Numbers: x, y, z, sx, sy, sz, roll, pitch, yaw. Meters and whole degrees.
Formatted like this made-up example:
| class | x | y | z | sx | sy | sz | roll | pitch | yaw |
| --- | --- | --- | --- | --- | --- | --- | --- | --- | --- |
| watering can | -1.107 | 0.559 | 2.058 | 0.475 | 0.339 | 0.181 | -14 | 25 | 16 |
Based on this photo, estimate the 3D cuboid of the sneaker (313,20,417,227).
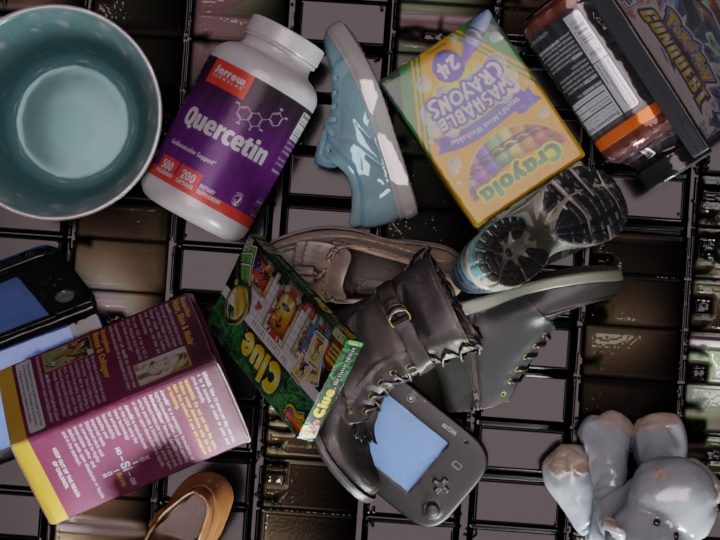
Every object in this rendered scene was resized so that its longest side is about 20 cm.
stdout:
| class | x | y | z | sx | sy | sz | roll | pitch | yaw |
| --- | --- | --- | --- | --- | --- | --- | --- | --- | --- |
| sneaker | -0.012 | -0.135 | 1.638 | 0.082 | 0.074 | 0.200 | -19 | 87 | -1 |

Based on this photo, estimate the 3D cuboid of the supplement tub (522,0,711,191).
| class | x | y | z | sx | sy | sz | roll | pitch | yaw |
| --- | --- | --- | --- | --- | --- | --- | --- | --- | --- |
| supplement tub | 0.245 | -0.175 | 1.613 | 0.107 | 0.107 | 0.200 | -33 | 88 | 1 |

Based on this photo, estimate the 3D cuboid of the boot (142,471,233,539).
| class | x | y | z | sx | sy | sz | roll | pitch | yaw |
| --- | --- | --- | --- | --- | --- | --- | --- | --- | --- |
| boot | -0.185 | 0.275 | 1.595 | 0.074 | 0.155 | 0.200 | 25 | 90 | 2 |

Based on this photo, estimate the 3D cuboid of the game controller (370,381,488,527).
| class | x | y | z | sx | sy | sz | roll | pitch | yaw |
| --- | --- | --- | --- | --- | --- | --- | --- | --- | --- |
| game controller | 0.023 | 0.152 | 1.639 | 0.200 | 0.042 | 0.104 | 39 | 109 | 2 |

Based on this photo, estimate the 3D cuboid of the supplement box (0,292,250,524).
| class | x | y | z | sx | sy | sz | roll | pitch | yaw |
| --- | --- | --- | --- | --- | --- | --- | --- | --- | --- |
| supplement box | -0.220 | 0.125 | 1.589 | 0.200 | 0.131 | 0.103 | -22 | 122 | -4 |

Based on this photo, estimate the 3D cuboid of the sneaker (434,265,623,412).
| class | x | y | z | sx | sy | sz | roll | pitch | yaw |
| --- | --- | --- | --- | --- | --- | --- | --- | --- | --- |
| sneaker | 0.161 | 0.063 | 1.634 | 0.200 | 0.075 | 0.106 | -16 | 93 | 11 |

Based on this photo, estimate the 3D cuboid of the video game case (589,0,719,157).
| class | x | y | z | sx | sy | sz | roll | pitch | yaw |
| --- | --- | --- | --- | --- | --- | --- | --- | --- | --- |
| video game case | 0.305 | -0.220 | 1.593 | 0.181 | 0.026 | 0.200 | -31 | 87 | -44 |

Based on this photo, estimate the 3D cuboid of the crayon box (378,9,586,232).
| class | x | y | z | sx | sy | sz | roll | pitch | yaw |
| --- | --- | --- | --- | --- | --- | --- | --- | --- | --- |
| crayon box | 0.124 | -0.130 | 1.643 | 0.126 | 0.052 | 0.200 | -34 | 88 | 1 |

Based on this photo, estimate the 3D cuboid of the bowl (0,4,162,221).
| class | x | y | z | sx | sy | sz | roll | pitch | yaw |
| --- | --- | --- | --- | --- | --- | --- | --- | --- | --- |
| bowl | -0.279 | -0.143 | 1.632 | 0.201 | 0.105 | 0.201 | 0 | 88 | 2 |

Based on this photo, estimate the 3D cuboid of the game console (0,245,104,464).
| class | x | y | z | sx | sy | sz | roll | pitch | yaw |
| --- | --- | --- | --- | --- | --- | --- | --- | --- | --- |
| game console | -0.341 | 0.089 | 1.628 | 0.200 | 0.171 | 0.118 | -22 | 62 | 1 |

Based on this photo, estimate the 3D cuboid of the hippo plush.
| class | x | y | z | sx | sy | sz | roll | pitch | yaw |
| --- | --- | --- | --- | --- | --- | --- | --- | --- | --- |
| hippo plush | 0.242 | 0.219 | 1.577 | 0.159 | 0.161 | 0.200 | 37 | 90 | 2 |

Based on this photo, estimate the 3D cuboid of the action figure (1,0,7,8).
| class | x | y | z | sx | sy | sz | roll | pitch | yaw |
| --- | --- | --- | --- | --- | --- | --- | --- | --- | --- |
| action figure | -0.411 | -0.286 | 1.643 | 0.200 | 0.102 | 0.119 | -24 | 77 | 3 |

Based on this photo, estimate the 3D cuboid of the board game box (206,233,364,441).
| class | x | y | z | sx | sy | sz | roll | pitch | yaw |
| --- | --- | --- | --- | --- | --- | --- | --- | --- | --- |
| board game box | -0.073 | 0.058 | 1.572 | 0.023 | 0.200 | 0.105 | 11 | 112 | -37 |

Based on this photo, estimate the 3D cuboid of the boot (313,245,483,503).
| class | x | y | z | sx | sy | sz | roll | pitch | yaw |
| --- | --- | --- | --- | --- | --- | --- | --- | --- | --- |
| boot | 0.032 | 0.096 | 1.582 | 0.174 | 0.069 | 0.200 | -23 | 86 | 10 |

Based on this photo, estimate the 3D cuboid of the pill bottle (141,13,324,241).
| class | x | y | z | sx | sy | sz | roll | pitch | yaw |
| --- | --- | --- | --- | --- | --- | --- | --- | --- | --- |
| pill bottle | -0.115 | -0.136 | 1.622 | 0.112 | 0.112 | 0.200 | 28 | 90 | 2 |

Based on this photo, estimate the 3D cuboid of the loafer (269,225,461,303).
| class | x | y | z | sx | sy | sz | roll | pitch | yaw |
| --- | --- | --- | --- | --- | --- | --- | --- | --- | --- |
| loafer | 0.000 | 0.000 | 1.633 | 0.200 | 0.063 | 0.072 | 3 | 107 | 1 |

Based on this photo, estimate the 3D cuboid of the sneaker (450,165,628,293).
| class | x | y | z | sx | sy | sz | roll | pitch | yaw |
| --- | --- | --- | --- | --- | --- | --- | --- | --- | --- |
| sneaker | 0.163 | -0.037 | 1.617 | 0.200 | 0.086 | 0.078 | -25 | 88 | -31 |
